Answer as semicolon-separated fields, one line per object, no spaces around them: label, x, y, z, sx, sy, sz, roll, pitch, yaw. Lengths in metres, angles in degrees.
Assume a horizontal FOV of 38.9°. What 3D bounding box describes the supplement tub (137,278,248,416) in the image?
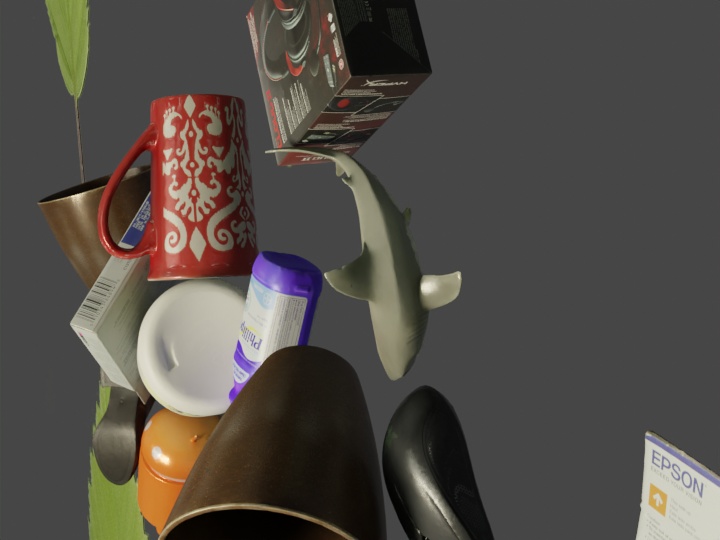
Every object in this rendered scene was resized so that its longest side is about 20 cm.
supplement tub;-0.182;0.093;1.161;0.200;0.143;0.147;145;116;-75

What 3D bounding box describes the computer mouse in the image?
computer mouse;0.060;0.185;0.782;0.139;0.052;0.202;120;137;-54

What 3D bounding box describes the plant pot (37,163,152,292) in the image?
plant pot;-0.366;-0.038;1.549;0.186;0.185;0.202;11;120;64

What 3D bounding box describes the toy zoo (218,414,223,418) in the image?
toy zoo;-0.158;0.231;1.310;0.200;0.020;0.133;-163;69;-64

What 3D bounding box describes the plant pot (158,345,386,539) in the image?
plant pot;-0.058;0.171;0.873;0.201;0.185;0.188;-80;6;-46

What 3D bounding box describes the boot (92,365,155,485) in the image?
boot;-0.284;0.175;1.387;0.200;0.068;0.191;-19;-73;-69

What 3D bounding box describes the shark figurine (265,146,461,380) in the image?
shark figurine;-0.001;-0.021;0.804;0.128;0.089;0.217;-35;74;59

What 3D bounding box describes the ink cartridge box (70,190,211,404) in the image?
ink cartridge box;-0.263;0.036;1.255;0.201;0.043;0.198;81;-151;-59

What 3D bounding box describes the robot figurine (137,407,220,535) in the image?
robot figurine;-0.228;0.253;1.308;0.144;0.115;0.202;-55;-18;-51

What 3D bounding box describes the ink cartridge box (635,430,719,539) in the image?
ink cartridge box;0.202;0.205;0.488;0.199;0.040;0.203;-143;51;-58

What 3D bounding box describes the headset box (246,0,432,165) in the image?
headset box;-0.028;-0.187;0.855;0.200;0.074;0.151;145;115;-63

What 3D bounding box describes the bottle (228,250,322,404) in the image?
bottle;-0.092;0.085;1.030;0.083;0.065;0.202;35;114;60

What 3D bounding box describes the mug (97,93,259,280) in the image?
mug;-0.193;-0.091;1.143;0.132;0.177;0.203;-2;89;38
